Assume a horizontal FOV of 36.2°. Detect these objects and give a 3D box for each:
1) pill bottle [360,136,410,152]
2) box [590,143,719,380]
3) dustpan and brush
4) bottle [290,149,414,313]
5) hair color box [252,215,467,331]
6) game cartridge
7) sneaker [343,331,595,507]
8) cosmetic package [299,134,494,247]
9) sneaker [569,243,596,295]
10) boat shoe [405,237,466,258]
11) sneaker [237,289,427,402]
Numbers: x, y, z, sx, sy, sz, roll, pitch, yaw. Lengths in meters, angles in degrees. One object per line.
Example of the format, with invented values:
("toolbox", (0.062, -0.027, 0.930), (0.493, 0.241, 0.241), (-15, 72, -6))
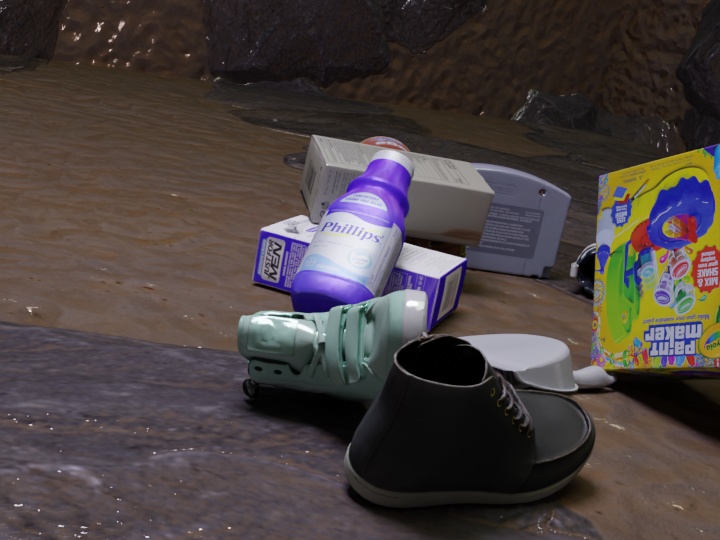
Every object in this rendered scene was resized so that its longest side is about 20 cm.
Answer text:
("pill bottle", (0.033, -0.124, 1.573), (0.111, 0.113, 0.200), (10, 14, -4))
("box", (0.321, 0.000, 0.997), (0.121, 0.194, 0.200), (8, -9, -25))
("dustpan and brush", (0.157, 0.088, 0.971), (0.199, 0.058, 0.139), (-7, 10, -35))
("bottle", (0.001, -0.033, 1.068), (0.083, 0.065, 0.201), (13, 53, 16))
("hair color box", (0.000, 0.000, 1.156), (0.199, 0.065, 0.109), (17, 16, 17))
("game cartridge", (0.162, -0.067, 1.398), (0.199, 0.134, 0.041), (8, 21, -12))
("sneaker", (0.093, 0.095, 0.725), (0.199, 0.107, 0.075), (-4, 41, -33))
("cosmetic package", (0.039, -0.090, 1.245), (0.199, 0.071, 0.105), (9, 23, -15))
("sneaker", (0.349, 0.010, 1.350), (0.198, 0.080, 0.129), (19, 18, 30))
("boat shoe", (0.029, -0.034, 1.299), (0.199, 0.068, 0.072), (5, 16, -19))
("sneaker", (-0.026, 0.056, 0.784), (0.117, 0.074, 0.200), (9, -18, -14))
